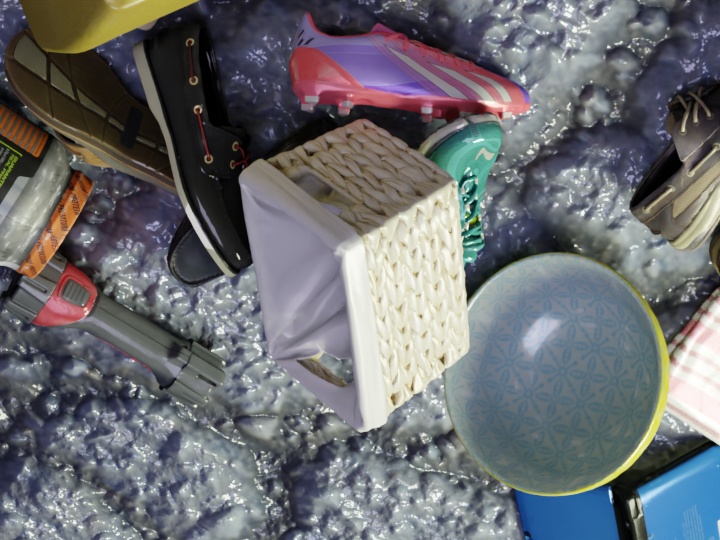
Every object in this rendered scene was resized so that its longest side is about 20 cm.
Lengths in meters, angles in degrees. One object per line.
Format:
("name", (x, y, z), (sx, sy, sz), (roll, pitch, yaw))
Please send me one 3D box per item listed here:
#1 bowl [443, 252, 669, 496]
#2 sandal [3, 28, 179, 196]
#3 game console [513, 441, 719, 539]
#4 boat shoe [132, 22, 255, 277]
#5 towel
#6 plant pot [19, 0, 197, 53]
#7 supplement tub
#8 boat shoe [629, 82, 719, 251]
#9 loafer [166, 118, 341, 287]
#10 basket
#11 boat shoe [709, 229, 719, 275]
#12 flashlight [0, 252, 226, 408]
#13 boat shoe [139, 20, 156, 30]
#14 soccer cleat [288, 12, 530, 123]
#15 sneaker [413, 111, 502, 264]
("bowl", (0.180, 0.094, 1.439), (0.199, 0.202, 0.107), (-32, 156, 20))
("sandal", (-0.209, -0.117, 1.382), (0.199, 0.081, 0.054), (34, 140, -21))
("game console", (0.256, 0.254, 1.591), (0.169, 0.118, 0.202), (-25, 121, -19))
("boat shoe", (-0.120, -0.097, 1.348), (0.062, 0.074, 0.204), (-18, 89, 10))
("towel", (0.354, 0.072, 1.472), (0.145, 0.030, 0.201), (31, 115, -13))
("plant pot", (-0.158, -0.262, 1.172), (0.193, 0.200, 0.197), (-25, 112, -10))
("supplement tub", (-0.324, -0.087, 1.369), (0.199, 0.123, 0.123), (34, 116, -14))
("boat shoe", (0.279, -0.106, 1.353), (0.073, 0.075, 0.201), (21, 117, -9))
("loafer", (-0.088, -0.049, 1.406), (0.200, 0.071, 0.068), (-37, 111, 21))
("basket", (0.000, 0.000, 1.329), (0.123, 0.135, 0.202), (-31, 136, -26))
("boat shoe", (0.367, 0.043, 1.404), (0.200, 0.068, 0.072), (41, 113, -15))
("flashlight", (-0.215, 0.053, 1.480), (0.199, 0.068, 0.068), (33, 112, -20))
("boat shoe", (-0.238, -0.250, 1.303), (0.198, 0.072, 0.065), (25, 117, -17))
("soccer cleat", (0.041, -0.158, 1.346), (0.197, 0.067, 0.078), (4, 85, -9))
("sneaker", (0.079, -0.049, 1.365), (0.077, 0.080, 0.201), (-13, 145, -22))
